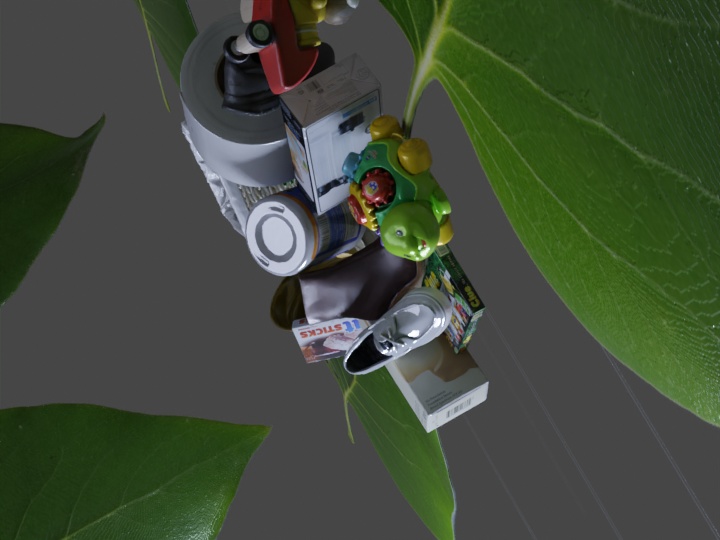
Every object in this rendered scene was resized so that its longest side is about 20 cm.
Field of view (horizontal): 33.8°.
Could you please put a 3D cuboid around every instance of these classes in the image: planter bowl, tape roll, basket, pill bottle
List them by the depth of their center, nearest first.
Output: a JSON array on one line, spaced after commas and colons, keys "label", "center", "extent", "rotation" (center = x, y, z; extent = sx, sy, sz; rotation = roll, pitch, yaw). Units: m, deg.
[{"label": "tape roll", "center": [-0.140, -0.233, 1.622], "extent": [0.203, 0.202, 0.139], "rotation": [59, 168, 16]}, {"label": "pill bottle", "center": [-0.061, -0.069, 1.653], "extent": [0.111, 0.200, 0.113], "rotation": [10, 110, 30]}, {"label": "planter bowl", "center": [-0.044, 0.047, 1.932], "extent": [0.084, 0.200, 0.200], "rotation": [51, 176, -31]}, {"label": "basket", "center": [-0.192, -0.193, 2.076], "extent": [0.201, 0.160, 0.198], "rotation": [66, 169, -24]}]

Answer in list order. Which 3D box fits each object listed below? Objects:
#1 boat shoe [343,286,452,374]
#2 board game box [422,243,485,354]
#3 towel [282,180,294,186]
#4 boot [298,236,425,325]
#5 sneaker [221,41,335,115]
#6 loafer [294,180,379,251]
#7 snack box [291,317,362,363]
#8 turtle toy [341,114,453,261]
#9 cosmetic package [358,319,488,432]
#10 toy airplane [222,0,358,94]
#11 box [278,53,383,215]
[{"label": "boat shoe", "center": [0.043, 0.085, 1.573], "extent": [0.200, 0.069, 0.072], "rotation": [-28, 102, 47]}, {"label": "board game box", "center": [0.118, 0.038, 1.561], "extent": [0.105, 0.023, 0.200], "rotation": [61, 170, 16]}, {"label": "towel", "center": [-0.130, -0.241, 1.852], "extent": [0.149, 0.030, 0.201], "rotation": [-89, -14, -75]}, {"label": "boot", "center": [0.000, 0.000, 1.578], "extent": [0.201, 0.165, 0.073], "rotation": [87, 173, -48]}, {"label": "sneaker", "center": [-0.095, -0.258, 1.460], "extent": [0.076, 0.200, 0.091], "rotation": [14, 121, 29]}, {"label": "loafer", "center": [-0.033, -0.083, 1.821], "extent": [0.201, 0.068, 0.076], "rotation": [56, 170, 0]}, {"label": "snack box", "center": [-0.001, 0.090, 1.815], "extent": [0.024, 0.199, 0.072], "rotation": [-80, -27, -56]}, {"label": "turtle toy", "center": [0.044, -0.082, 1.392], "extent": [0.200, 0.101, 0.146], "rotation": [48, 163, 52]}, {"label": "cosmetic package", "center": [0.087, 0.115, 1.685], "extent": [0.200, 0.105, 0.071], "rotation": [55, 166, 24]}, {"label": "toy airplane", "center": [-0.070, -0.319, 1.317], "extent": [0.200, 0.140, 0.200], "rotation": [-64, 34, 30]}, {"label": "box", "center": [-0.030, -0.168, 1.495], "extent": [0.060, 0.116, 0.200], "rotation": [54, 166, 25]}]
